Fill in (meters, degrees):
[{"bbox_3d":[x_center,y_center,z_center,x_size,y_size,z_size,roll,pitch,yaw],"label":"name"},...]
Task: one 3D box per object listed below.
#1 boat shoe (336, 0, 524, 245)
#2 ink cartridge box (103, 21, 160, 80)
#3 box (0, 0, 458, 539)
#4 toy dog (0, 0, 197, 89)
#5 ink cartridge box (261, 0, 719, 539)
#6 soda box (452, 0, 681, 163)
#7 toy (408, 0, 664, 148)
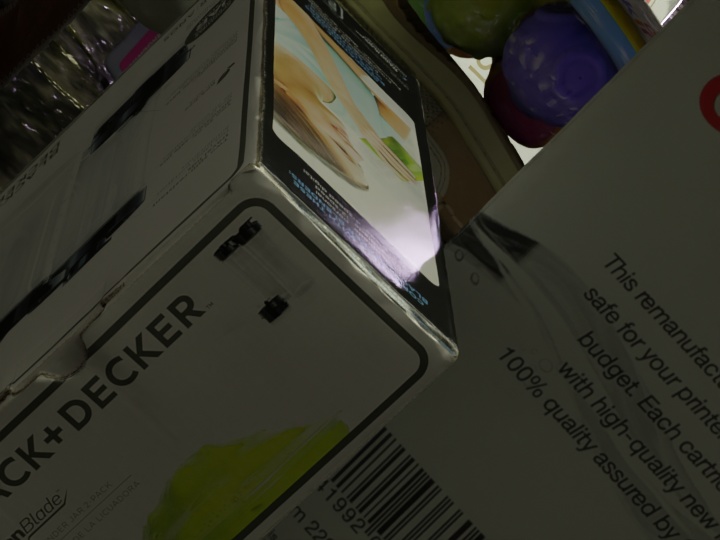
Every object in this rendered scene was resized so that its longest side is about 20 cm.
[{"bbox_3d":[0.004,-0.051,0.901,0.201,0.063,0.073,55,0,14],"label":"boat shoe"},{"bbox_3d":[0.000,0.000,0.913,0.119,0.042,0.200,27,20,-51],"label":"ink cartridge box"},{"bbox_3d":[-0.042,0.002,0.636,0.060,0.117,0.200,44,12,-15],"label":"box"},{"bbox_3d":[-0.086,-0.097,0.844,0.200,0.132,0.096,-97,179,-61],"label":"toy dog"},{"bbox_3d":[0.070,0.052,0.632,0.146,0.200,0.084,48,13,9],"label":"ink cartridge box"},{"bbox_3d":[0.067,-0.090,1.086,0.068,0.064,0.200,44,53,-5],"label":"soda box"},{"bbox_3d":[0.053,-0.076,0.902,0.115,0.047,0.200,51,-4,-17],"label":"toy"}]
